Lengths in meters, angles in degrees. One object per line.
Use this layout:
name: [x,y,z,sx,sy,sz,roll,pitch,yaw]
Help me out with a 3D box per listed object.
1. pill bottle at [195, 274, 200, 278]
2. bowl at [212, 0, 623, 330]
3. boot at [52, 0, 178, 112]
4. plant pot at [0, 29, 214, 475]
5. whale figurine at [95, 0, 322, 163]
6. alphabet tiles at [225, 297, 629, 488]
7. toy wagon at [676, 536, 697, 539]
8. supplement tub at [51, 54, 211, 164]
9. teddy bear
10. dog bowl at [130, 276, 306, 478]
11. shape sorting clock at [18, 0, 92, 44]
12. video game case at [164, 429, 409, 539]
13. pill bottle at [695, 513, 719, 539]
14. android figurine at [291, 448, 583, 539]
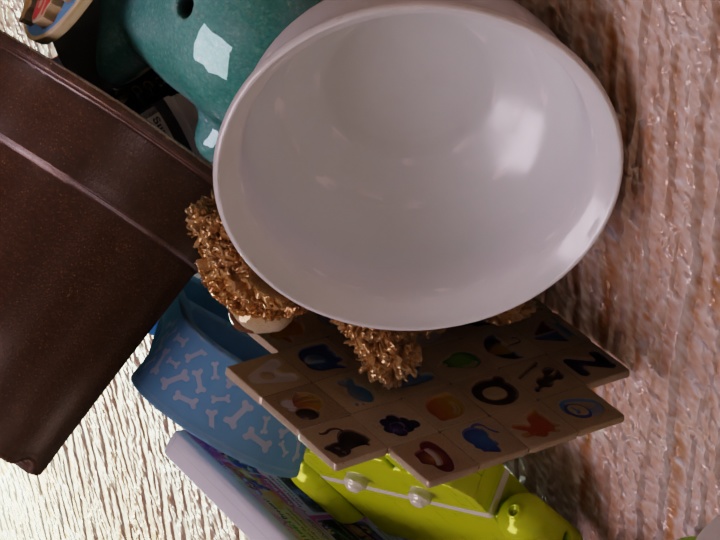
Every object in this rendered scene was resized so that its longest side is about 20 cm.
pill bottle: [-0.174,-0.055,1.884,0.200,0.104,0.104,42,154,35]
bowl: [0.025,-0.073,1.359,0.091,0.200,0.202,-96,-6,-51]
boot: [-0.088,-0.106,1.567,0.077,0.138,0.200,9,-135,-57]
plant pot: [-0.192,-0.006,1.546,0.200,0.199,0.200,33,176,2]
whale figurine: [-0.083,-0.137,1.458,0.200,0.104,0.160,7,94,42]
alphabet tiles: [0.037,0.054,1.451,0.166,0.200,0.006,38,131,41]
toy wagon: [0.224,0.240,1.507,0.200,0.040,0.155,38,152,42]
supplement tub: [-0.171,-0.066,1.725,0.140,0.200,0.141,46,156,27]
teddy bear: [0.000,0.000,1.459,0.145,0.200,0.067,52,135,17]
dog bowl: [-0.078,0.056,1.604,0.111,0.050,0.200,29,-171,-15]
shape sorting clock: [-0.141,-0.218,1.500,0.039,0.201,0.200,18,171,-21]
video game case: [-0.003,0.166,1.728,0.200,0.182,0.024,42,111,30]
pill bottle: [0.239,0.207,1.333,0.109,0.109,0.200,11,130,62]
android figurine: [0.041,0.134,1.633,0.182,0.041,0.200,11,160,32]
